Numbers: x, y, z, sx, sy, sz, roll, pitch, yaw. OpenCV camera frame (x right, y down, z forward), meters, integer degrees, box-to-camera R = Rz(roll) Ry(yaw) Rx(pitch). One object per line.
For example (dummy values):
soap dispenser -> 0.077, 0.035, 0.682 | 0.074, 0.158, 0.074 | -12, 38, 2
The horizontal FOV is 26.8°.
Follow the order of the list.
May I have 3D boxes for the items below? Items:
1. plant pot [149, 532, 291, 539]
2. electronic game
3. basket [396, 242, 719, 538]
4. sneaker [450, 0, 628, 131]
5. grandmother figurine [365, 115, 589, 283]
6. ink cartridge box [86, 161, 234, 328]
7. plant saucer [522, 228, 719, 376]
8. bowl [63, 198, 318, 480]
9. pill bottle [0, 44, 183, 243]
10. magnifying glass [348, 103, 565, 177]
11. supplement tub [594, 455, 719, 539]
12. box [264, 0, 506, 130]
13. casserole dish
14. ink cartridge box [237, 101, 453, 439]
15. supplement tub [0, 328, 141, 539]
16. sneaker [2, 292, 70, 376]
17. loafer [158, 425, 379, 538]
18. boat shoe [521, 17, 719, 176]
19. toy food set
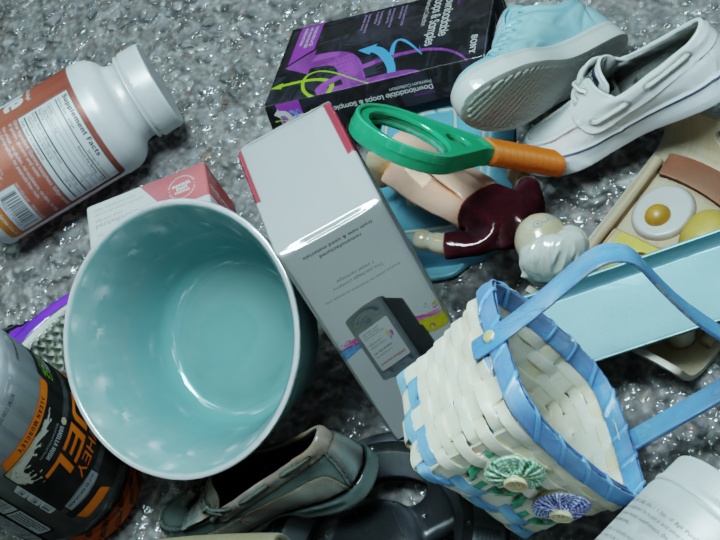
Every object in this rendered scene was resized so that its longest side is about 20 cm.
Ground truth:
plant pot -> -0.127, 0.255, 1.004 | 0.199, 0.187, 0.188 | -23, 52, 11
electronic game -> 0.013, 0.202, 1.076 | 0.199, 0.042, 0.201 | -18, 46, 19
basket -> 0.139, 0.079, 0.987 | 0.200, 0.176, 0.139 | -41, 37, 20
sneaker -> 0.127, -0.171, 1.215 | 0.200, 0.074, 0.082 | -23, 57, -43
grandmother figurine -> 0.090, -0.048, 1.149 | 0.121, 0.061, 0.200 | -41, 50, -19
ink cartridge box -> -0.156, 0.019, 1.259 | 0.116, 0.068, 0.201 | -21, 52, 9
plant saucer -> 0.188, 0.029, 1.079 | 0.199, 0.019, 0.070 | -20, 57, 19
bowl -> -0.111, 0.051, 1.127 | 0.200, 0.105, 0.202 | -1, 87, 24
pill bottle -> -0.267, -0.119, 1.375 | 0.199, 0.112, 0.112 | -31, 51, 1
magnifying glass -> 0.076, -0.091, 1.126 | 0.080, 0.199, 0.022 | 47, 123, 43
supplement tub -> 0.176, 0.228, 0.930 | 0.200, 0.132, 0.132 | -44, 52, -8
box -> 0.024, -0.186, 1.311 | 0.199, 0.036, 0.143 | -10, 34, 16
casserole dish -> 0.064, -0.085, 1.252 | 0.121, 0.039, 0.201 | -6, 57, 20
ink cartridge box -> 0.000, 0.000, 1.102 | 0.085, 0.200, 0.148 | -30, 38, 3
supplement tub -> -0.259, 0.129, 1.140 | 0.122, 0.200, 0.123 | -15, 55, 22
sneaker -> -0.304, 0.075, 1.286 | 0.200, 0.070, 0.099 | -44, 50, -10
loafer -> -0.080, 0.153, 1.106 | 0.199, 0.063, 0.072 | -21, 39, 32
boat shoe -> 0.198, -0.139, 1.175 | 0.199, 0.065, 0.074 | -27, 31, 33
toy food set -> 0.234, -0.028, 1.123 | 0.143, 0.060, 0.200 | 29, 73, 36
